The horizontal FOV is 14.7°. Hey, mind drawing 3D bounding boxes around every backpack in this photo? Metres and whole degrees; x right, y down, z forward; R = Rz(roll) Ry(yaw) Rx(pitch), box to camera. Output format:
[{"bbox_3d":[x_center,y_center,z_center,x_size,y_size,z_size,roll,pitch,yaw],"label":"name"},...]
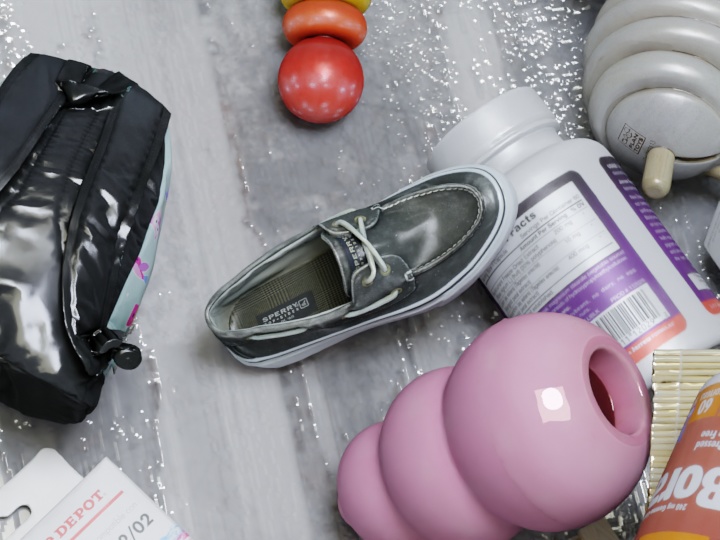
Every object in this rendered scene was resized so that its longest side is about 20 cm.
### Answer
[{"bbox_3d":[-0.192,-0.025,1.637,0.166,0.127,0.201,26,65,-10],"label":"backpack"}]

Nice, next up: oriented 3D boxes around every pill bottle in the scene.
[{"bbox_3d":[0.128,-0.008,1.685,0.111,0.112,0.200,-30,75,-19],"label":"pill bottle"},{"bbox_3d":[0.195,0.159,1.454,0.112,0.112,0.201,26,62,3],"label":"pill bottle"}]

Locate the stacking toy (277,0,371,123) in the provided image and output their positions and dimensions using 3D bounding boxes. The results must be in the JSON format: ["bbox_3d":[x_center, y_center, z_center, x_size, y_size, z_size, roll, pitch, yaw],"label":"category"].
[{"bbox_3d":[-0.021,-0.188,1.763,0.085,0.085,0.201,6,74,-6],"label":"stacking toy"}]

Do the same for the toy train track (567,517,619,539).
[{"bbox_3d":[0.068,0.197,1.633,0.199,0.033,0.115,-26,74,-19],"label":"toy train track"}]

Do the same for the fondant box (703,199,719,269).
[{"bbox_3d":[0.318,0.022,1.680,0.144,0.058,0.200,-9,48,-25],"label":"fondant box"}]

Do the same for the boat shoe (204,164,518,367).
[{"bbox_3d":[0.000,0.000,1.638,0.199,0.071,0.072,-32,72,13],"label":"boat shoe"}]

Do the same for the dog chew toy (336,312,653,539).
[{"bbox_3d":[0.068,0.104,1.599,0.124,0.199,0.125,33,43,-38],"label":"dog chew toy"}]

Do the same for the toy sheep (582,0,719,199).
[{"bbox_3d":[0.201,-0.119,1.733,0.137,0.138,0.201,17,44,-1],"label":"toy sheep"}]

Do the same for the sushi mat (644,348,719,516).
[{"bbox_3d":[0.257,0.092,1.559,0.199,0.012,0.096,1,90,-8],"label":"sushi mat"}]

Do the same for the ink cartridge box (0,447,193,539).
[{"bbox_3d":[-0.145,0.192,1.584,0.200,0.068,0.115,42,68,10],"label":"ink cartridge box"}]
